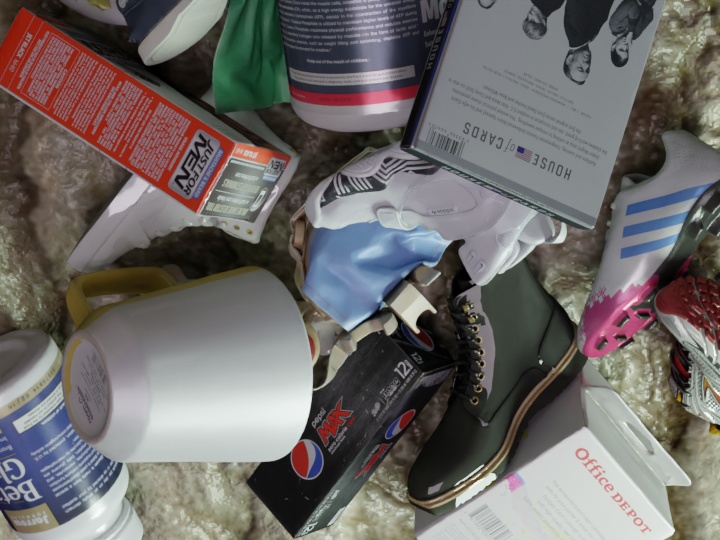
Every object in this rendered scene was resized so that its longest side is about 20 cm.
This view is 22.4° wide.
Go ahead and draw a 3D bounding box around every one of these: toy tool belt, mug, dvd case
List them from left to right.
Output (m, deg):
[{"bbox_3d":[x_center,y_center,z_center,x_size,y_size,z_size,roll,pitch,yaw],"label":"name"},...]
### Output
[{"bbox_3d":[-0.148,0.078,1.374,0.152,0.186,0.151,-7,96,-35],"label":"mug"},{"bbox_3d":[0.000,0.000,1.384,0.125,0.123,0.201,39,82,-16],"label":"toy tool belt"},{"bbox_3d":[0.122,-0.147,1.213,0.149,0.025,0.202,22,82,-23],"label":"dvd case"}]

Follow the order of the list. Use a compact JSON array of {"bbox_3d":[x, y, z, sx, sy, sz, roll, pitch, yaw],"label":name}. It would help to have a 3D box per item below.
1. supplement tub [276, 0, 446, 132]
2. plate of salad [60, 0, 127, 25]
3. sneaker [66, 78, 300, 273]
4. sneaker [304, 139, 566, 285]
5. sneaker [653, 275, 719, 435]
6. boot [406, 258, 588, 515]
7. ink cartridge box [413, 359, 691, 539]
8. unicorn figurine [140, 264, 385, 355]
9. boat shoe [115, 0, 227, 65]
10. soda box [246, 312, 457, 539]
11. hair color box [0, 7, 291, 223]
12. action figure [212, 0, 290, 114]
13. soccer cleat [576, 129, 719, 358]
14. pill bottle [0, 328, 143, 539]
[{"bbox_3d":[0.007,-0.211,1.293,0.139,0.141,0.202,-5,110,6],"label":"supplement tub"},{"bbox_3d":[-0.181,-0.274,1.301,0.198,0.048,0.202,8,111,22],"label":"plate of salad"},{"bbox_3d":[-0.135,-0.044,1.435,0.115,0.074,0.200,40,112,-13],"label":"sneaker"},{"bbox_3d":[0.053,-0.041,1.286,0.199,0.075,0.116,-24,94,35],"label":"sneaker"},{"bbox_3d":[0.278,0.079,1.451,0.082,0.078,0.200,-22,136,21],"label":"sneaker"},{"bbox_3d":[0.082,0.078,1.436,0.200,0.077,0.139,-50,128,-21],"label":"boot"},{"bbox_3d":[0.160,0.175,1.504,0.199,0.126,0.129,-34,112,19],"label":"ink cartridge box"},{"bbox_3d":[-0.098,0.060,1.484,0.199,0.074,0.138,26,106,-4],"label":"unicorn figurine"},{"bbox_3d":[-0.103,-0.217,1.238,0.062,0.075,0.200,56,137,6],"label":"boat shoe"},{"bbox_3d":[-0.008,0.127,1.510,0.071,0.063,0.200,47,116,21],"label":"soda box"},{"bbox_3d":[-0.161,-0.112,1.329,0.199,0.111,0.064,34,98,16],"label":"hair color box"},{"bbox_3d":[-0.078,-0.222,1.332,0.054,0.118,0.202,9,105,30],"label":"action figure"},{"bbox_3d":[0.222,-0.022,1.433,0.086,0.070,0.201,50,123,28],"label":"soccer cleat"},{"bbox_3d":[-0.263,0.159,1.527,0.110,0.111,0.201,-20,115,13],"label":"pill bottle"}]
